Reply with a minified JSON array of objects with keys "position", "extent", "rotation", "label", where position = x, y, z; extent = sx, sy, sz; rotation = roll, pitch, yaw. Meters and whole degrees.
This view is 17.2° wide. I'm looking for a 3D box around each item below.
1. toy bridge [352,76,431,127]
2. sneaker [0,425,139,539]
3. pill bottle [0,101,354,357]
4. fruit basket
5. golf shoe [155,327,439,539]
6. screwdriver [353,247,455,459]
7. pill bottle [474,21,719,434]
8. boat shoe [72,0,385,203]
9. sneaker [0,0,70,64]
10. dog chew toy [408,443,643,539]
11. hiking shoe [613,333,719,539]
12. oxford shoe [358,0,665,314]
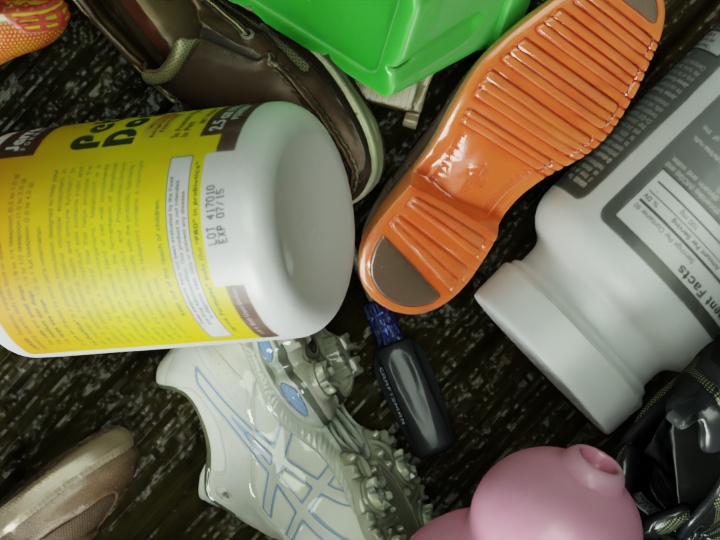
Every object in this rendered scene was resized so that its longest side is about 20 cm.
[{"position":[0.048,-0.168,1.173],"extent":[0.067,0.027,0.200],"rotation":[14,92,-2],"label":"toy bridge"},{"position":[-0.172,0.159,1.162],"extent":[0.200,0.070,0.076],"rotation":[-40,93,9],"label":"sneaker"},{"position":[-0.111,-0.017,1.114],"extent":[0.200,0.109,0.109],"rotation":[-5,91,24],"label":"pill bottle"},{"position":[0.011,-0.210,1.104],"extent":[0.215,0.156,0.216],"rotation":[7,52,-9],"label":"fruit basket"},{"position":[-0.027,0.107,1.173],"extent":[0.097,0.078,0.200],"rotation":[-26,89,20],"label":"golf shoe"},{"position":[0.000,0.000,1.182],"extent":[0.028,0.029,0.200],"rotation":[-23,92,-1],"label":"screwdriver"},{"position":[0.157,-0.025,1.143],"extent":[0.200,0.116,0.116],"rotation":[-44,92,0],"label":"pill bottle"},{"position":[-0.077,-0.101,1.145],"extent":[0.202,0.075,0.075],"rotation":[45,126,5],"label":"boat shoe"},{"position":[-0.234,-0.091,1.163],"extent":[0.200,0.073,0.077],"rotation":[-18,114,2],"label":"sneaker"},{"position":[0.058,0.164,1.066],"extent":[0.124,0.125,0.200],"rotation":[30,109,-2],"label":"dog chew toy"},{"position":[0.150,0.092,1.112],"extent":[0.101,0.200,0.076],"rotation":[-27,61,-23],"label":"hiking shoe"},{"position":[0.066,-0.073,1.140],"extent":[0.071,0.073,0.200],"rotation":[38,106,-17],"label":"oxford shoe"}]
